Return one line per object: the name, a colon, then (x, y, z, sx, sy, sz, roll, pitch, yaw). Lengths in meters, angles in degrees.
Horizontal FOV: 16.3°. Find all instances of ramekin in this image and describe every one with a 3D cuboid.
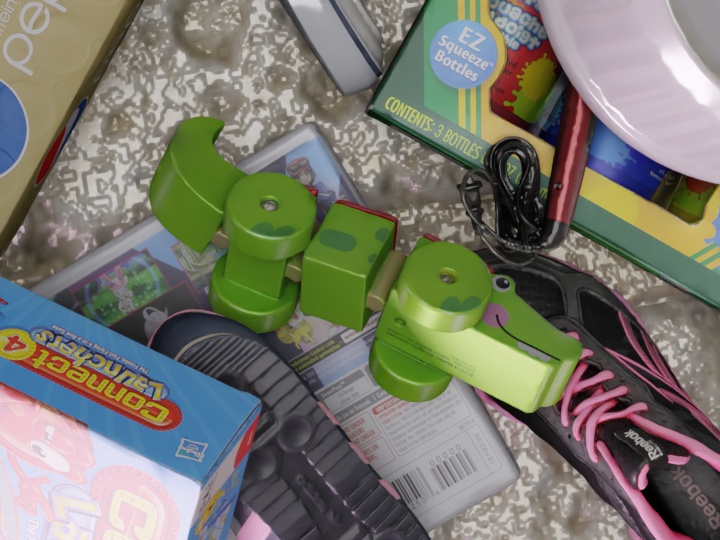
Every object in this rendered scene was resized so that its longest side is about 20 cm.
ramekin: (0.175, -0.131, 0.996, 0.202, 0.094, 0.203, -1, 95, -11)

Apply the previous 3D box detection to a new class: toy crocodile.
toy crocodile: (0.000, 0.000, 1.058, 0.200, 0.068, 0.062, 24, 51, 9)

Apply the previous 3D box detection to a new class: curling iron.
curling iron: (0.088, -0.099, 1.042, 0.049, 0.026, 0.200, 18, 91, -2)

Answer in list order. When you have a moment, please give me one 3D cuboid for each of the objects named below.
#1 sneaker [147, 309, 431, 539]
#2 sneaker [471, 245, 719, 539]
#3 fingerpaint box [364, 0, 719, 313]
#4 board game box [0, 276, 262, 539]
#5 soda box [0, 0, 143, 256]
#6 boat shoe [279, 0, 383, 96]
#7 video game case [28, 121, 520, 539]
sneaker: (-0.025, 0.096, 1.075, 0.070, 0.082, 0.200, -33, 114, -8)
sneaker: (0.111, 0.064, 1.086, 0.200, 0.095, 0.079, 44, 93, 4)
fingerpaint box: (0.128, -0.093, 1.093, 0.200, 0.073, 0.167, 30, 91, -2)
board game box: (-0.156, 0.097, 1.033, 0.196, 0.056, 0.200, 25, 130, 11)
soda box: (-0.141, -0.097, 1.068, 0.068, 0.064, 0.200, 31, 109, -2)
boat shoe: (-0.019, -0.180, 1.093, 0.086, 0.075, 0.202, -26, 83, 1)
video game case: (-0.059, 0.062, 1.113, 0.200, 0.023, 0.182, -30, 92, 7)
